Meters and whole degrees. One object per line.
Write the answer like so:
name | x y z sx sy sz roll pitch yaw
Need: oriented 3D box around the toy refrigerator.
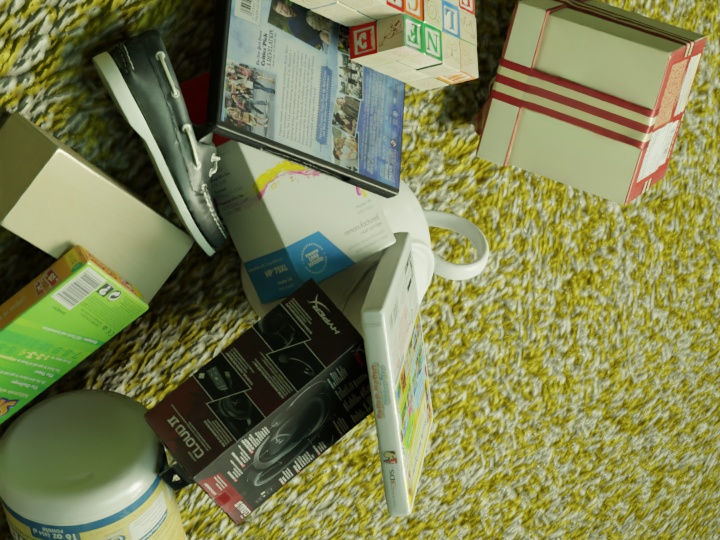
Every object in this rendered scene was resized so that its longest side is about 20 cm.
toy refrigerator | -0.226 -0.047 1.569 0.076 0.070 0.200 -53 145 1

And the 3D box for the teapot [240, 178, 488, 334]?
teapot | 0.000 0.000 1.798 0.200 0.146 0.197 -51 151 2

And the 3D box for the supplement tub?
supplement tub | -0.228 0.218 1.683 0.145 0.144 0.200 -37 139 -30

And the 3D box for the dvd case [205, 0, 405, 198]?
dvd case | -0.042 -0.154 1.633 0.200 0.018 0.143 19 66 -37

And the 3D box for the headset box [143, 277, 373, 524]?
headset box | -0.081 0.119 1.630 0.200 0.077 0.149 -39 156 -4

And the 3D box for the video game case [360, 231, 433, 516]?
video game case | 0.033 0.083 1.657 0.200 0.023 0.183 -69 153 -70

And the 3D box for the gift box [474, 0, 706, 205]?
gift box | 0.224 -0.176 1.960 0.200 0.186 0.185 -23 131 -68

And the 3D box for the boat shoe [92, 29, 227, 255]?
boat shoe | -0.146 -0.102 1.585 0.060 0.076 0.200 -30 125 -6

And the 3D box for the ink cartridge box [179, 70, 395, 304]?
ink cartridge box | -0.066 -0.088 1.653 0.116 0.067 0.200 -29 97 -39

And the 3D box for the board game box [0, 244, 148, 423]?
board game box | -0.274 0.065 1.569 0.200 0.030 0.096 -40 145 5

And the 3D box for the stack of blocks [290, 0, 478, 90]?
stack of blocks | 0.021 -0.233 1.634 0.200 0.058 0.116 16 69 -54
